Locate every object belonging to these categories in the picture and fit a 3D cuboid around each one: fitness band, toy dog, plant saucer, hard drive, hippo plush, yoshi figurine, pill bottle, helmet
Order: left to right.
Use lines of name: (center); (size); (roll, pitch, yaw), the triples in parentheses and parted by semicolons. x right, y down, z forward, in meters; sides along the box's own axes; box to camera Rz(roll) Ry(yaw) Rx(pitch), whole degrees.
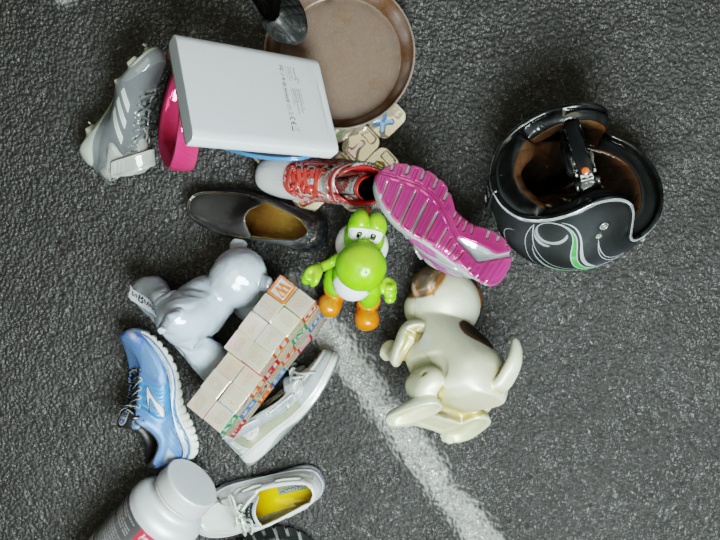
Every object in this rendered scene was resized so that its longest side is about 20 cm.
pill bottle: (-0.287, 0.353, 1.127); (0.111, 0.111, 0.200); (42, 105, 1)
fitness band: (-0.229, -0.205, 1.048); (0.037, 0.200, 0.145); (6, 109, -22)
hippo plush: (-0.203, 0.026, 1.091); (0.161, 0.200, 0.159); (-41, 58, -12)
hard drive: (-0.125, -0.205, 0.992); (0.027, 0.199, 0.133); (-30, 67, 48)
plant saucer: (-0.027, -0.284, 1.093); (0.198, 0.034, 0.202); (0, 89, 1)
yoshi figurine: (-0.008, 0.011, 1.037); (0.112, 0.201, 0.112); (-23, 62, -22)
toy dog: (0.107, 0.089, 1.053); (0.139, 0.201, 0.194); (15, 140, -29)
helmet: (0.262, -0.092, 1.014); (0.198, 0.190, 0.202); (-11, 66, 27)

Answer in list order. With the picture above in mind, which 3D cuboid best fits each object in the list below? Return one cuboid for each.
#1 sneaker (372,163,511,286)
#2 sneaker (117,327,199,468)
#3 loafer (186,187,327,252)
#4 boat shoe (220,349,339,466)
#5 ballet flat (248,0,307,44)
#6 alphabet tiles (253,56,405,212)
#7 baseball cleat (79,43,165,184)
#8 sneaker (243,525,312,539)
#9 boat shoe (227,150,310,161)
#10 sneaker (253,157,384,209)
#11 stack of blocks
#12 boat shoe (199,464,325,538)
sneaker: (0.088, -0.050, 1.021); (0.200, 0.088, 0.082); (42, 72, -13)
sneaker: (-0.290, 0.175, 1.125); (0.089, 0.078, 0.202); (-20, 93, -34)
loafer: (-0.144, -0.074, 1.105); (0.198, 0.072, 0.074); (10, 89, 9)
boat shoe: (-0.107, 0.179, 1.128); (0.065, 0.074, 0.202); (42, 104, -4)
ballet flat: (-0.125, -0.370, 1.065); (0.066, 0.057, 0.201); (-37, 62, 8)
alphabet tiles: (-0.044, -0.183, 1.122); (0.195, 0.015, 0.200); (-43, 90, 7)
baseball cleat: (-0.296, -0.199, 1.103); (0.106, 0.070, 0.200); (46, 122, 3)
sneaker: (-0.151, 0.428, 1.159); (0.198, 0.078, 0.091); (-18, 124, -2)
boat shoe: (-0.151, -0.190, 1.072); (0.198, 0.084, 0.069); (15, 111, 19)
sneaker: (-0.048, -0.119, 1.065); (0.199, 0.108, 0.068); (9, 95, 4)
stack of blocks: (-0.134, 0.115, 1.068); (0.058, 0.115, 0.201); (35, 79, 13)
boat shoe: (-0.147, 0.329, 1.135); (0.200, 0.086, 0.075); (-17, 92, 8)
